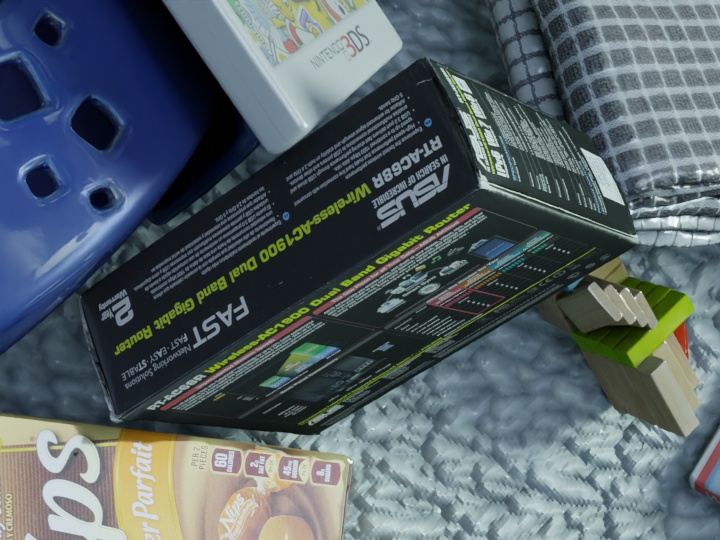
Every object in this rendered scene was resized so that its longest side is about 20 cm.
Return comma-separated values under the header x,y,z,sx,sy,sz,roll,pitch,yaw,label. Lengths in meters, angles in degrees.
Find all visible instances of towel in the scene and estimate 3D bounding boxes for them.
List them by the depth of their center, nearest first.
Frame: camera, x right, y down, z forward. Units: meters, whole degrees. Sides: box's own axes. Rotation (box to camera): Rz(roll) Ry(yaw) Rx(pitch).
x,y,z,sx,sy,sz,roll,pitch,yaw,label
0.173,-0.101,0.791,0.199,0.086,0.167,-5,66,-26,towel

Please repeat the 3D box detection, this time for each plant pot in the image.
x,y,z,sx,sy,sz,roll,pitch,yaw,label
-0.159,-0.080,0.680,0.179,0.200,0.201,-34,92,-24,plant pot

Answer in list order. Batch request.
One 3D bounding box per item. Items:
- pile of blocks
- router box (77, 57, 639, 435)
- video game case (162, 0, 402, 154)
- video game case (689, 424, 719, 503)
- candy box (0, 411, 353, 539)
x,y,z,sx,sy,sz,roll,pitch,yaw,label
0.116,-0.010,0.803,0.062,0.082,0.200,-42,95,-16,pile of blocks
0.000,0.000,0.685,0.199,0.150,0.062,-33,67,25,router box
-0.061,-0.156,0.658,0.023,0.182,0.201,-32,98,21,video game case
0.292,0.099,0.816,0.199,0.017,0.143,28,74,26,video game case
-0.110,0.132,0.735,0.199,0.055,0.116,9,81,-15,candy box
